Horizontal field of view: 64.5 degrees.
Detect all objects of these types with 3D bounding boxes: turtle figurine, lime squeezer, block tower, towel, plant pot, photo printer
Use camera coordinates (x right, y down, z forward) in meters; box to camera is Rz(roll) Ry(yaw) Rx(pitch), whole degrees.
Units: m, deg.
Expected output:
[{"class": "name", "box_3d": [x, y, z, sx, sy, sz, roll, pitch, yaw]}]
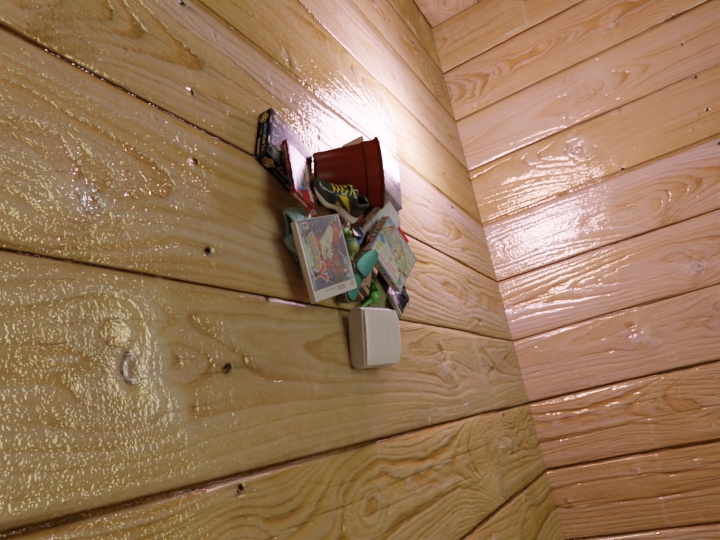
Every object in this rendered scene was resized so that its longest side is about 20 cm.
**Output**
[{"class": "turtle figurine", "box_3d": [-0.071, -0.072, 1.634, 0.143, 0.201, 0.194, 40, 11, -9]}, {"class": "lime squeezer", "box_3d": [0.027, 0.069, 1.746, 0.038, 0.069, 0.203, 60, 27, -32]}, {"class": "block tower", "box_3d": [0.000, 0.000, 1.754, 0.058, 0.053, 0.204, 51, 32, -37]}, {"class": "towel", "box_3d": [0.056, 0.133, 1.801, 0.151, 0.036, 0.203, 59, 26, -28]}, {"class": "plant pot", "box_3d": [-0.037, -0.270, 1.644, 0.201, 0.188, 0.209, 173, -90, -85]}, {"class": "photo printer", "box_3d": [0.049, 0.194, 1.655, 0.197, 0.068, 0.173, 9, 76, -53]}]

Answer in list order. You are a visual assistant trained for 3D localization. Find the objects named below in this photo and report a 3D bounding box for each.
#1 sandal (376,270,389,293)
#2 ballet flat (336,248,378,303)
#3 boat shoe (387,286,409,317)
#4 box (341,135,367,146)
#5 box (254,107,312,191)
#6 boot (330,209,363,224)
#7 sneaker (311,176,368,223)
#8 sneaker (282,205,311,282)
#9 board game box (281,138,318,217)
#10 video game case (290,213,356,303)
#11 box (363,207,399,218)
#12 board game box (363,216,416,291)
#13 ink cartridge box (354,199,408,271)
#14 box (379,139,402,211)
[{"class": "sandal", "box_3d": [0.100, -0.019, 1.879, 0.074, 0.047, 0.207, 8, 99, -49]}, {"class": "ballet flat", "box_3d": [-0.018, 0.013, 1.656, 0.068, 0.074, 0.203, 52, 50, -29]}, {"class": "boat shoe", "box_3d": [0.128, 0.091, 1.890, 0.201, 0.061, 0.076, -83, 149, -72]}, {"class": "box", "box_3d": [0.022, -0.391, 2.023, 0.198, 0.093, 0.080, 18, 57, -58]}, {"class": "box", "box_3d": [-0.203, -0.312, 1.551, 0.200, 0.045, 0.163, 43, 37, -46]}, {"class": "boot", "box_3d": [-0.047, -0.250, 1.810, 0.153, 0.072, 0.208, 16, 70, -59]}, {"class": "sneaker", "box_3d": [-0.053, -0.206, 1.536, 0.198, 0.084, 0.076, 31, 31, -47]}, {"class": "sneaker", "box_3d": [-0.162, -0.062, 1.464, 0.080, 0.073, 0.207, -8, 84, -34]}, {"class": "board game box", "box_3d": [-0.156, -0.241, 1.474, 0.103, 0.019, 0.204, 45, 24, -47]}, {"class": "video game case", "box_3d": [-0.090, -0.035, 1.459, 0.180, 0.022, 0.207, -17, 92, -54]}, {"class": "box", "box_3d": [0.044, -0.245, 1.955, 0.202, 0.102, 0.150, 56, 30, -31]}, {"class": "board game box", "box_3d": [0.098, -0.052, 1.824, 0.201, 0.034, 0.136, 53, 56, -34]}, {"class": "ink cartridge box", "box_3d": [0.077, -0.105, 1.881, 0.160, 0.047, 0.201, -46, 125, -12]}, {"class": "box", "box_3d": [0.091, -0.322, 1.944, 0.144, 0.035, 0.206, 42, 39, -48]}]
